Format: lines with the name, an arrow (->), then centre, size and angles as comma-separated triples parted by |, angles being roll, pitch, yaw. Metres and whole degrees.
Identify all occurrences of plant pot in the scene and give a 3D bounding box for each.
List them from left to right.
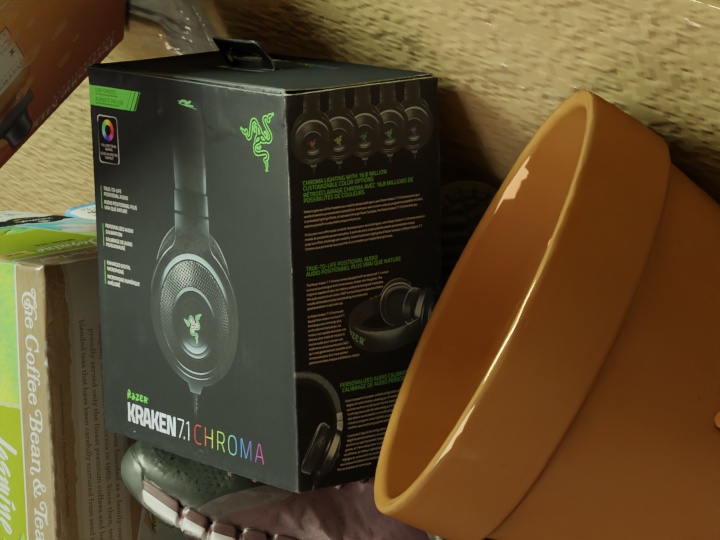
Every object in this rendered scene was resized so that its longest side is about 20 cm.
plant pot -> 0.111, 0.042, 1.248 | 0.139, 0.201, 0.200 | 26, 159, -7

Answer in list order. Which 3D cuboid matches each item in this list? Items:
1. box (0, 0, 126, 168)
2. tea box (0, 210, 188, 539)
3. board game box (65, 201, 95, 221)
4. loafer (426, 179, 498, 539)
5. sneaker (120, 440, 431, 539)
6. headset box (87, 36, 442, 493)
box -> -0.199, -0.143, 1.433 | 0.106, 0.152, 0.200 | 36, 158, 10
tea box -> -0.181, 0.078, 1.602 | 0.196, 0.133, 0.202 | 5, 101, 44
board game box -> -0.090, 0.078, 1.647 | 0.195, 0.056, 0.202 | 19, 113, 42
loafer -> 0.056, 0.053, 1.421 | 0.067, 0.075, 0.202 | -148, 55, -75
sneaker -> -0.017, 0.101, 1.499 | 0.199, 0.116, 0.076 | 24, -164, 0
headset box -> -0.046, -0.013, 1.394 | 0.174, 0.092, 0.202 | 13, 108, 52
